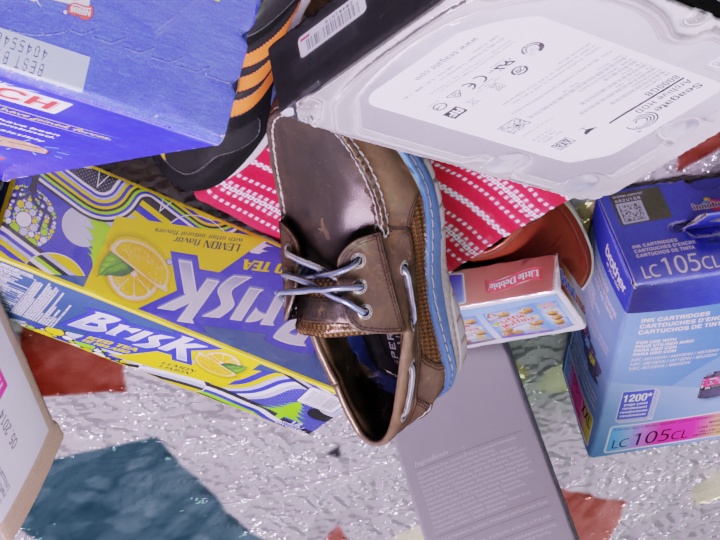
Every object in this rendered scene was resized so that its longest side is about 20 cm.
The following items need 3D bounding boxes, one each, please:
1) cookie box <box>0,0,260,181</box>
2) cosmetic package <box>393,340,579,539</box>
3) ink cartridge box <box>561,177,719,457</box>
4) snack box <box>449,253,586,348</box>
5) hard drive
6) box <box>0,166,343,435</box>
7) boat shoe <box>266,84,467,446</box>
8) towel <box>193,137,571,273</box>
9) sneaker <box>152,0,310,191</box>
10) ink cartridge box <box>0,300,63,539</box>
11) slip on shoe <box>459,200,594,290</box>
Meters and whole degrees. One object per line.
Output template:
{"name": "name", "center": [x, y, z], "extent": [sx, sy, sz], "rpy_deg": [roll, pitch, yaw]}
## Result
{"name": "cookie box", "center": [-0.153, -0.092, 0.678], "extent": [0.170, 0.076, 0.200], "rpy_deg": [17, 171, -30]}
{"name": "cosmetic package", "center": [0.069, 0.116, 1.120], "extent": [0.090, 0.201, 0.107], "rpy_deg": [-18, 145, 6]}
{"name": "ink cartridge box", "center": [0.200, 0.016, 1.146], "extent": [0.135, 0.077, 0.201], "rpy_deg": [-8, 140, -10]}
{"name": "snack box", "center": [0.021, 0.028, 1.083], "extent": [0.198, 0.025, 0.072], "rpy_deg": [-10, 158, 16]}
{"name": "hard drive", "center": [0.080, -0.087, 0.799], "extent": [0.199, 0.038, 0.139], "rpy_deg": [11, 148, -44]}
{"name": "box", "center": [-0.093, 0.012, 0.983], "extent": [0.199, 0.071, 0.064], "rpy_deg": [23, 151, -19]}
{"name": "boat shoe", "center": [0.000, 0.000, 0.900], "extent": [0.072, 0.073, 0.201], "rpy_deg": [3, 134, 32]}
{"name": "towel", "center": [0.035, -0.053, 0.945], "extent": [0.144, 0.023, 0.200], "rpy_deg": [29, 135, -33]}
{"name": "sneaker", "center": [-0.064, -0.112, 0.868], "extent": [0.090, 0.070, 0.201], "rpy_deg": [-30, 157, -52]}
{"name": "ink cartridge box", "center": [-0.254, 0.042, 0.958], "extent": [0.164, 0.075, 0.201], "rpy_deg": [10, 144, 16]}
{"name": "slip on shoe", "center": [0.067, -0.027, 1.054], "extent": [0.074, 0.061, 0.200], "rpy_deg": [-31, 140, 17]}
